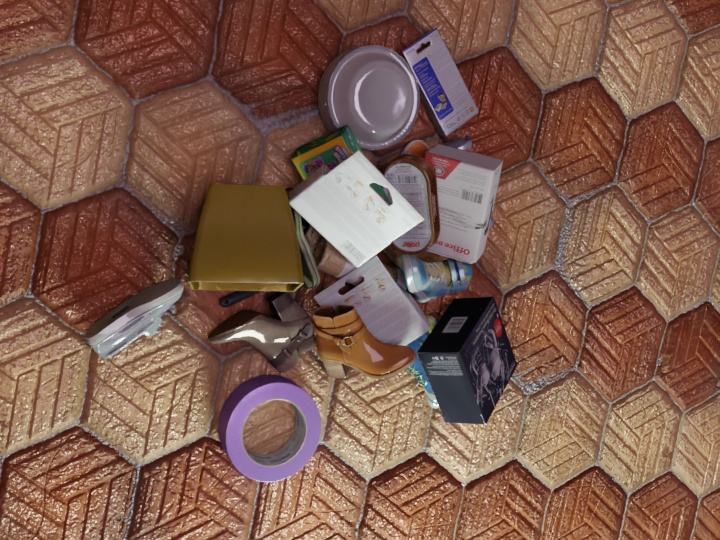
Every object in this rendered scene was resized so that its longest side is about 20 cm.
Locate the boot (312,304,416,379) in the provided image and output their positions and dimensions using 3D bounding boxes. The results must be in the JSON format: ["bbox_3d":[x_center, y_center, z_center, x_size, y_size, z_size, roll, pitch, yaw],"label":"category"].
[{"bbox_3d":[0.005,0.135,1.686,0.197,0.074,0.156,-9,119,8],"label":"boot"}]

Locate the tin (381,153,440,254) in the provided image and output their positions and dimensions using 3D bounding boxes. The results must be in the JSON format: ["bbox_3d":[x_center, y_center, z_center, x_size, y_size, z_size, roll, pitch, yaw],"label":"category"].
[{"bbox_3d":[0.098,-0.129,1.695,0.042,0.111,0.203,-37,125,-55],"label":"tin"}]

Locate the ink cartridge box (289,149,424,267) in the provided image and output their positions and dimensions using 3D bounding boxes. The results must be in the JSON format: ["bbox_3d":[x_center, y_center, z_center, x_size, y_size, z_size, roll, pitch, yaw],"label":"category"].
[{"bbox_3d":[-0.006,-0.121,1.597,0.175,0.045,0.200,-34,120,23],"label":"ink cartridge box"}]

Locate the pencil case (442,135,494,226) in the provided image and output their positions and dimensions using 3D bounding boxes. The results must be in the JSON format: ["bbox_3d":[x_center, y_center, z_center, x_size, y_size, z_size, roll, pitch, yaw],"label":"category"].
[{"bbox_3d":[0.219,-0.177,1.791,0.082,0.091,0.202,-15,105,12],"label":"pencil case"}]

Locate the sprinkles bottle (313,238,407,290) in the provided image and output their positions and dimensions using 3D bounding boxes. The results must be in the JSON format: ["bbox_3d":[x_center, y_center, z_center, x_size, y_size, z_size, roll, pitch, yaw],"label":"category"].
[{"bbox_3d":[0.000,0.000,1.728,0.198,0.068,0.069,23,89,-25],"label":"sprinkles bottle"}]

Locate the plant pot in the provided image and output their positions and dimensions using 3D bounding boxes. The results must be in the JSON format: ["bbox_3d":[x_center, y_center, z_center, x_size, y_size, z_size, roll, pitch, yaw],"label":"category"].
[{"bbox_3d":[-0.209,-0.058,1.553,0.197,0.200,0.179,1,84,-9],"label":"plant pot"}]

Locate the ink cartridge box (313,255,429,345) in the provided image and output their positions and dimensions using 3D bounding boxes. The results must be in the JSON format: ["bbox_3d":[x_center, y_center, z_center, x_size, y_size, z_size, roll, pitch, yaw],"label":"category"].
[{"bbox_3d":[0.023,0.081,1.733,0.161,0.050,0.201,-33,107,13],"label":"ink cartridge box"}]

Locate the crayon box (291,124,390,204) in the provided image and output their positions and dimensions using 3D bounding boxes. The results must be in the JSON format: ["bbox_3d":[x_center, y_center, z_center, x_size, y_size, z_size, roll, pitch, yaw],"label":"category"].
[{"bbox_3d":[-0.032,-0.166,1.658,0.118,0.058,0.201,-20,112,24],"label":"crayon box"}]

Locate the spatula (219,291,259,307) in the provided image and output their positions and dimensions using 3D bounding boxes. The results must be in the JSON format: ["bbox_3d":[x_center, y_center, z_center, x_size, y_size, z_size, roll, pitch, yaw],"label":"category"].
[{"bbox_3d":[-0.186,0.028,1.675,0.198,0.021,0.057,-24,95,-16],"label":"spatula"}]

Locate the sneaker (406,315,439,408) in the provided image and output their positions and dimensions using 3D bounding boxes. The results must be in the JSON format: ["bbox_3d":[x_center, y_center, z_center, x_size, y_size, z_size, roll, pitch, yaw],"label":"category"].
[{"bbox_3d":[0.121,0.199,1.818,0.103,0.076,0.203,-6,94,-10],"label":"sneaker"}]

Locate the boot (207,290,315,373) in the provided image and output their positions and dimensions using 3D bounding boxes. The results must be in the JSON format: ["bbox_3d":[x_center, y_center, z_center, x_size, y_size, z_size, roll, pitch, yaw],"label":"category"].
[{"bbox_3d":[-0.183,0.138,1.672,0.198,0.070,0.148,-29,115,-12],"label":"boot"}]

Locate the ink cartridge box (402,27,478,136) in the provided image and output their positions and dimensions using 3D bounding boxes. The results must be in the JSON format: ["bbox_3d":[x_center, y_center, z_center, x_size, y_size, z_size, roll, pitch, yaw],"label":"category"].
[{"bbox_3d":[0.162,-0.387,1.758,0.094,0.037,0.201,-36,113,-14],"label":"ink cartridge box"}]

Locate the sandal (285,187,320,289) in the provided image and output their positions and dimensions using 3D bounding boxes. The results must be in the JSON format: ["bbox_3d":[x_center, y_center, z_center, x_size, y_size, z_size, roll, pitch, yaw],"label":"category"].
[{"bbox_3d":[-0.116,-0.065,1.665,0.057,0.079,0.204,-25,107,-34],"label":"sandal"}]

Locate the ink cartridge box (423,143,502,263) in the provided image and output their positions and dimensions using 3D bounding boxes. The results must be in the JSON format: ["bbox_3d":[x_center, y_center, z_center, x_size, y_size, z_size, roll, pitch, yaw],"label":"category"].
[{"bbox_3d":[0.193,-0.135,1.718,0.083,0.145,0.202,-43,146,-58],"label":"ink cartridge box"}]

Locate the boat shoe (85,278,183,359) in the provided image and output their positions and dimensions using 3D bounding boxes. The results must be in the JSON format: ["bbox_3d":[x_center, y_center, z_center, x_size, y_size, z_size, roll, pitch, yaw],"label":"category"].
[{"bbox_3d":[-0.406,0.091,1.569,0.200,0.070,0.072,-34,120,-11],"label":"boat shoe"}]

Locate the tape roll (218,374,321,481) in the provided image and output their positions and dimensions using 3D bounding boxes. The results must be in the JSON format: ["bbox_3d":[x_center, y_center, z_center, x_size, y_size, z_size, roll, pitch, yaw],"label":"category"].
[{"bbox_3d":[-0.181,0.314,1.699,0.197,0.065,0.203,-4,99,-24],"label":"tape roll"}]

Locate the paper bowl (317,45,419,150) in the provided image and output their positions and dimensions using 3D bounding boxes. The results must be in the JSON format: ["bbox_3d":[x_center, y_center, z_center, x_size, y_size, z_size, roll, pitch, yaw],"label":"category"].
[{"bbox_3d":[0.023,-0.337,1.668,0.198,0.104,0.204,-4,101,-23],"label":"paper bowl"}]

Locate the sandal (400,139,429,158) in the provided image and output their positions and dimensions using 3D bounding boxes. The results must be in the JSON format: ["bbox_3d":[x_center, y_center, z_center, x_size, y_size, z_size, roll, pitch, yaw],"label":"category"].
[{"bbox_3d":[0.098,-0.167,1.750,0.079,0.059,0.209,28,86,-25],"label":"sandal"}]

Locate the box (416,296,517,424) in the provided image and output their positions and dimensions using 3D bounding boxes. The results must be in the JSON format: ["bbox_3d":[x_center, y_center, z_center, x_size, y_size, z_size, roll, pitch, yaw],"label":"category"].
[{"bbox_3d":[0.229,0.186,1.784,0.200,0.103,0.184,-49,125,-44],"label":"box"}]

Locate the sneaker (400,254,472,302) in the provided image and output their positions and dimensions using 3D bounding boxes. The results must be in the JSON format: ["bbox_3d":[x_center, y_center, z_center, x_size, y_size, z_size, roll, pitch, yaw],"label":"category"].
[{"bbox_3d":[0.157,0.001,1.722,0.129,0.200,0.081,-15,74,11],"label":"sneaker"}]
